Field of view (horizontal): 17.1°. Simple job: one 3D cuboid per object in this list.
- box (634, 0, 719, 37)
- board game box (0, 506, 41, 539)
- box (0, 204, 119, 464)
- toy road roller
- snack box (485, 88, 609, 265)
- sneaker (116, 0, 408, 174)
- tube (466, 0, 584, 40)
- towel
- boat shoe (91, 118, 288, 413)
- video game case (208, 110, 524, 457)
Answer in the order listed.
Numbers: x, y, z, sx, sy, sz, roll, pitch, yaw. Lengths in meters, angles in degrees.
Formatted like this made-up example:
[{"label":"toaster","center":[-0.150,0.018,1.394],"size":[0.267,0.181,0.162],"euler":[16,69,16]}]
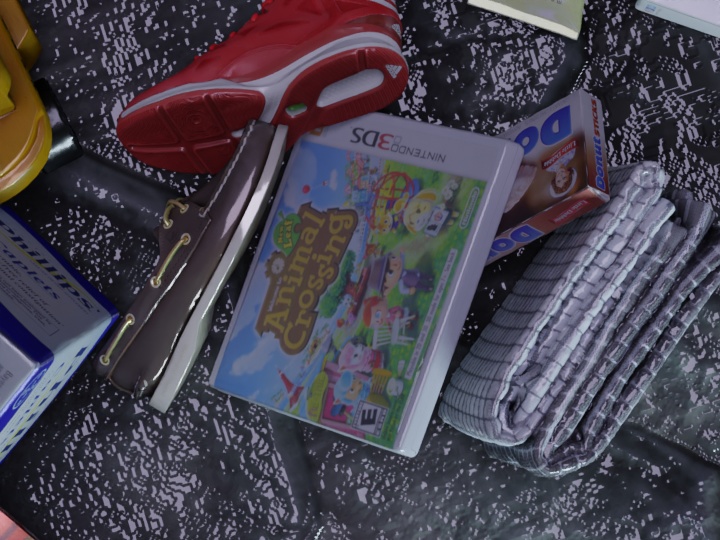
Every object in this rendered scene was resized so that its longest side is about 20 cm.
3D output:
[{"label":"box","center":[0.297,-0.209,1.576],"size":[0.199,0.036,0.145],"euler":[19,86,-1]},{"label":"board game box","center":[-0.275,0.236,1.497],"size":[0.200,0.103,0.019],"euler":[-45,46,-4]},{"label":"box","center":[-0.255,0.073,1.440],"size":[0.105,0.200,0.184],"euler":[40,102,0]},{"label":"toy road roller","center":[-0.264,-0.132,1.491],"size":[0.122,0.146,0.201],"euler":[-26,77,-3]},{"label":"snack box","center":[0.071,-0.038,1.489],"size":[0.024,0.200,0.072],"euler":[26,50,-37]},{"label":"sneaker","center":[-0.062,-0.138,1.557],"size":[0.199,0.078,0.116],"euler":[-13,49,15]},{"label":"tube","center":[0.138,-0.257,1.571],"size":[0.058,0.052,0.201],"euler":[19,90,41]},{"label":"towel","center":[0.141,0.032,1.490],"size":[0.085,0.166,0.200],"euler":[35,86,-5]},{"label":"boat shoe","center":[-0.107,-0.010,1.523],"size":[0.059,0.072,0.201],"euler":[26,102,1]},{"label":"video game case","center":[0.000,0.000,1.500],"size":[0.022,0.182,0.201],"euler":[24,84,-44]}]
